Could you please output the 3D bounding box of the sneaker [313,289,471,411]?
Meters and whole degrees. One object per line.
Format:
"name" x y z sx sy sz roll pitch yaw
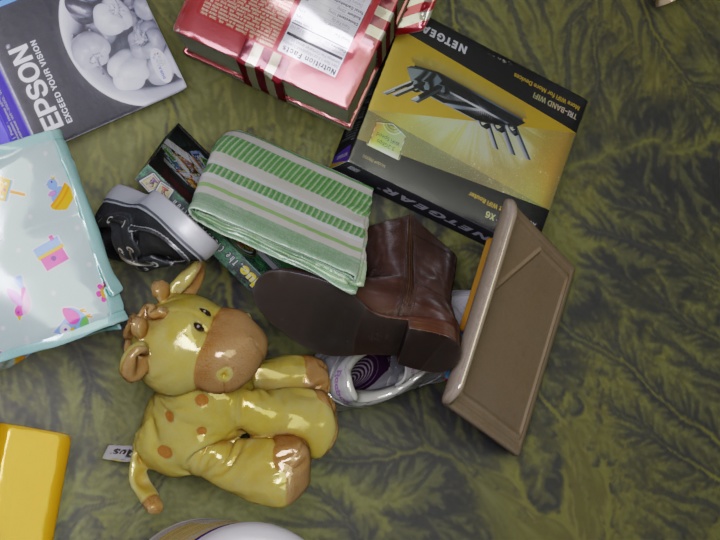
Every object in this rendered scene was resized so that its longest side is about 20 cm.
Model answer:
"sneaker" 0.052 0.075 1.588 0.200 0.100 0.075 -25 97 -22

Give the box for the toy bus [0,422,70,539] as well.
"toy bus" -0.284 0.226 1.451 0.065 0.078 0.201 13 80 -20

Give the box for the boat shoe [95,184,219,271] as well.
"boat shoe" -0.171 -0.026 1.462 0.069 0.200 0.057 43 80 -22

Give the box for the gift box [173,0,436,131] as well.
"gift box" -0.035 -0.237 1.523 0.184 0.187 0.200 29 89 0

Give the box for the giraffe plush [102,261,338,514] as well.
"giraffe plush" -0.124 0.083 1.460 0.199 0.173 0.163 -9 128 -2

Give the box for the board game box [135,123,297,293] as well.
"board game box" -0.102 -0.033 1.544 0.023 0.105 0.200 -41 101 20

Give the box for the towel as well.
"towel" -0.061 -0.055 1.511 0.152 0.200 0.023 24 113 -7

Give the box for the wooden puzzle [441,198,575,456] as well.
"wooden puzzle" 0.127 0.052 1.596 0.037 0.200 0.185 12 76 26

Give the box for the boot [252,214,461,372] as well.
"boot" 0.000 0.000 1.552 0.186 0.200 0.064 22 118 -12

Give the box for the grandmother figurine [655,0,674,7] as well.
"grandmother figurine" 0.282 -0.362 1.750 0.121 0.061 0.200 -28 98 -30

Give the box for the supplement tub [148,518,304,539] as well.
"supplement tub" -0.111 0.270 1.434 0.145 0.200 0.146 2 83 -20

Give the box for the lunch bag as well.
"lunch bag" -0.296 -0.006 1.422 0.199 0.122 0.171 -18 91 6

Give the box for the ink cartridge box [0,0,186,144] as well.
"ink cartridge box" -0.276 -0.203 1.520 0.200 0.043 0.199 -27 95 -21

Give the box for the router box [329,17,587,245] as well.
"router box" 0.091 -0.124 1.650 0.200 0.052 0.158 24 76 -17
